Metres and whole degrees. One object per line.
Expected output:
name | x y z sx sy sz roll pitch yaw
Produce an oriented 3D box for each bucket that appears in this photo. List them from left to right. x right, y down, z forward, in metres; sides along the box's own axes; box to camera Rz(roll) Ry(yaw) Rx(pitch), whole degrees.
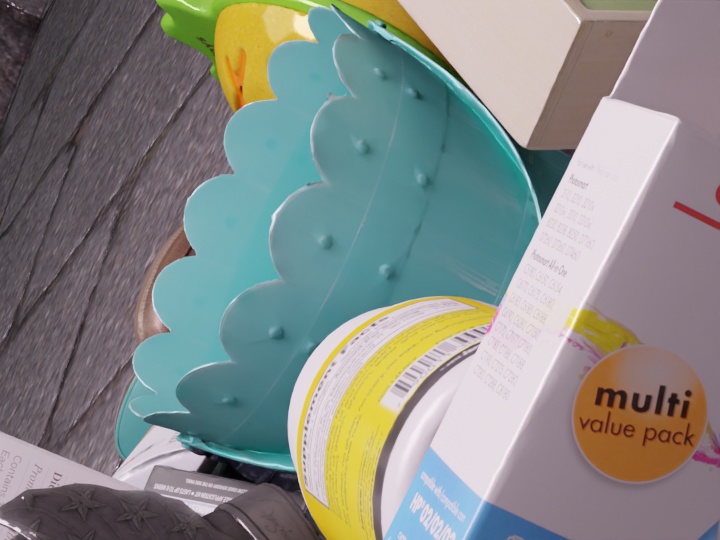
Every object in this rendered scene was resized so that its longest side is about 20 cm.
bucket | 0.000 0.000 1.056 0.207 0.135 0.207 -58 16 28

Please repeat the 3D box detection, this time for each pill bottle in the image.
pill bottle | 0.041 0.069 0.850 0.114 0.114 0.200 -65 14 -1

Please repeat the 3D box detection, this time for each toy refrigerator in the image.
toy refrigerator | 0.059 -0.138 1.000 0.200 0.076 0.070 54 134 39

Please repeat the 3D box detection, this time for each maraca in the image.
maraca | -0.022 -0.103 1.194 0.200 0.137 0.107 13 65 46

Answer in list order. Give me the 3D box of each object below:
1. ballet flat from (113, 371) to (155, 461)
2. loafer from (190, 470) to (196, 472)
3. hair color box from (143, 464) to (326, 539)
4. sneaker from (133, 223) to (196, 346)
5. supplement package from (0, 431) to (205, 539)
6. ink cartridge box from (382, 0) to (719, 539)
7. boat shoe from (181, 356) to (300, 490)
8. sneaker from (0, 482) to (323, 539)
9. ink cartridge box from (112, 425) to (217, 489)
ballet flat | -0.083 0.038 1.456 0.200 0.067 0.064 -60 -12 14
loafer | -0.082 0.177 1.175 0.073 0.072 0.200 -55 18 28
hair color box | -0.080 0.195 1.069 0.099 0.061 0.200 6 66 39
sneaker | -0.044 -0.024 1.282 0.200 0.070 0.076 -49 13 -25
supplement package | -0.086 0.157 0.959 0.110 0.200 0.114 139 152 -70
ink cartridge box | 0.103 0.027 0.697 0.200 0.115 0.068 -64 15 3
boat shoe | -0.019 0.016 1.181 0.071 0.091 0.200 -37 31 61
sneaker | -0.045 0.149 0.858 0.200 0.104 0.060 54 151 28
ink cartridge box | -0.095 0.084 1.325 0.200 0.050 0.162 -61 -2 19
